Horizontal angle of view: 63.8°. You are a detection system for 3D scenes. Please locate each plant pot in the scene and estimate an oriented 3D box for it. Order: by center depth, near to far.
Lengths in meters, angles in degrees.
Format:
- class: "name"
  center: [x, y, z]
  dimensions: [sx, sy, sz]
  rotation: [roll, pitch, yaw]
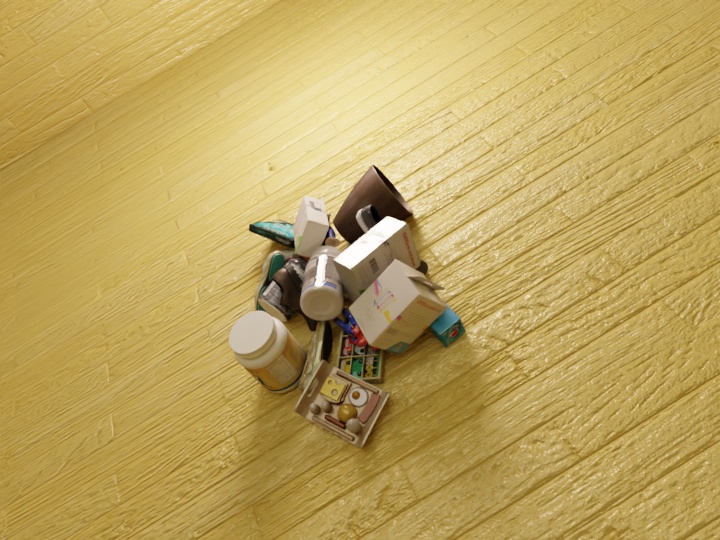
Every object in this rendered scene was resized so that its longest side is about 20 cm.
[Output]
- class: "plant pot"
  center: [0.021, -0.175, 1.703]
  dimensions: [0.200, 0.187, 0.188]
  rotation: [-39, 45, 13]

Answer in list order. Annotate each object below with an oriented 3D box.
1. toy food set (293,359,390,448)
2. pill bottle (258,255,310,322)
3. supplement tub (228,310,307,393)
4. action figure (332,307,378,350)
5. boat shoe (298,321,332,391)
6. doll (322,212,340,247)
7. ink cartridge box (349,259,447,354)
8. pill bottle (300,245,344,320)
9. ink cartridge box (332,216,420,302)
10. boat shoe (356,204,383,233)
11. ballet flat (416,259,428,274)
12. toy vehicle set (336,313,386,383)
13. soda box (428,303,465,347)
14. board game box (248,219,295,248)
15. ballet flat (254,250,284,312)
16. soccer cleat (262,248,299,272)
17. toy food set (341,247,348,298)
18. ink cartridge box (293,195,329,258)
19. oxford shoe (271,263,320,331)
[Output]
- class: "toy food set"
  center: [-0.044, 0.313, 1.375]
  dimensions: [0.199, 0.060, 0.144]
  rotation: [22, 71, 25]
- class: "pill bottle"
  center: [-0.195, 0.041, 1.664]
  dimensions: [0.106, 0.106, 0.200]
  rotation: [21, 64, 36]
- class: "supplement tub"
  center: [-0.234, 0.209, 1.480]
  dimensions: [0.144, 0.200, 0.145]
  rotation: [-13, 48, 16]
- class: "action figure"
  center: [-0.014, 0.149, 1.489]
  dimensions: [0.065, 0.052, 0.200]
  rotation: [-45, 41, -7]
- class: "boat shoe"
  center: [-0.117, 0.217, 1.509]
  dimensions: [0.063, 0.073, 0.202]
  rotation: [-4, 59, 17]
- class: "doll"
  center: [-0.097, -0.103, 1.705]
  dimensions: [0.048, 0.138, 0.200]
  rotation: [-5, 23, -12]
- class: "ink cartridge box"
  center: [0.099, 0.082, 1.396]
  dimensions: [0.200, 0.128, 0.126]
  rotation: [-47, 50, 17]
- class: "pill bottle"
  center: [-0.096, 0.028, 1.538]
  dimensions: [0.113, 0.114, 0.201]
  rotation: [-16, 35, 13]
- class: "ink cartridge box"
  center: [0.046, -0.021, 1.484]
  dimensions: [0.200, 0.147, 0.084]
  rotation: [-39, 41, -22]
- class: "boat shoe"
  center: [0.071, -0.096, 1.596]
  dimensions: [0.066, 0.201, 0.070]
  rotation: [-34, 2, 44]
- class: "ballet flat"
  center: [0.097, 0.037, 1.561]
  dimensions: [0.200, 0.068, 0.046]
  rotation: [-39, 26, -11]
- class: "toy vehicle set"
  center: [0.005, 0.198, 1.493]
  dimensions: [0.123, 0.027, 0.201]
  rotation: [-9, 50, 20]
- class: "soda box"
  center: [0.174, 0.098, 1.468]
  dimensions: [0.068, 0.064, 0.200]
  rotation: [-38, 47, -6]
- class: "board game box"
  center: [-0.234, -0.118, 1.809]
  dimensions: [0.199, 0.028, 0.135]
  rotation: [21, 24, 35]
- class: "ballet flat"
  center: [-0.274, 0.038, 1.706]
  dimensions: [0.069, 0.069, 0.202]
  rotation: [16, 86, 35]
- class: "soccer cleat"
  center: [-0.211, -0.040, 1.767]
  dimensions: [0.199, 0.070, 0.078]
  rotation: [-20, 40, 11]
- class: "toy food set"
  center: [0.000, 0.000, 1.643]
  dimensions: [0.198, 0.049, 0.199]
  rotation: [-9, 50, 20]
- class: "ink cartridge box"
  center: [-0.149, -0.137, 1.691]
  dimensions: [0.067, 0.118, 0.200]
  rotation: [14, 28, -18]
- class: "oxford shoe"
  center: [-0.177, 0.088, 1.577]
  dimensions: [0.084, 0.201, 0.073]
  rotation: [-32, 3, -19]
